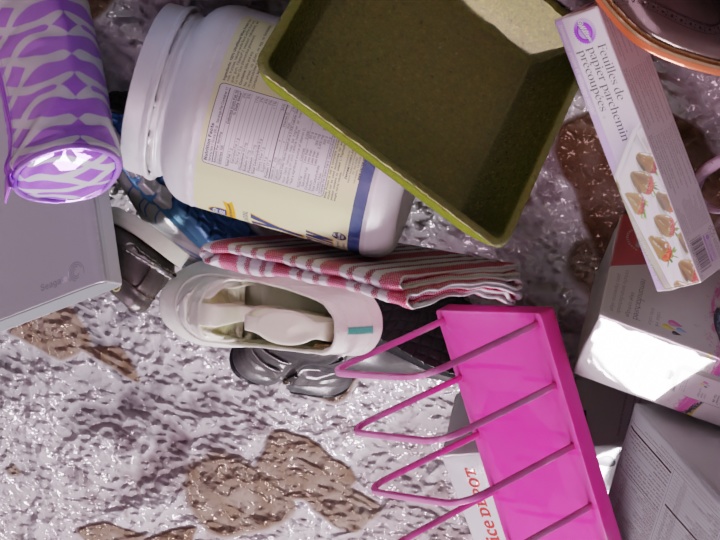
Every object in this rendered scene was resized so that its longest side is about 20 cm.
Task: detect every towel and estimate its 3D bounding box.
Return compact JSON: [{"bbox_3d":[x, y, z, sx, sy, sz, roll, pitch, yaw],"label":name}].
[{"bbox_3d":[0.000,0.000,1.496,0.199,0.146,0.030,11,99,39],"label":"towel"}]

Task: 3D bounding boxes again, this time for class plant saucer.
[{"bbox_3d":[0.039,-0.134,1.367,0.199,0.201,0.048,36,145,-13],"label":"plant saucer"}]

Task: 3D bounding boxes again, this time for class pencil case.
[{"bbox_3d":[-0.222,-0.143,1.446,0.085,0.201,0.084,-4,149,-24],"label":"pencil case"}]

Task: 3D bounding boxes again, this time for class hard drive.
[{"bbox_3d":[-0.244,-0.068,1.537,0.131,0.201,0.026,-19,162,32],"label":"hard drive"}]

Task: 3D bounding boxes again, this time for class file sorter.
[{"bbox_3d":[0.081,0.141,1.501,0.139,0.125,0.201,0,110,60],"label":"file sorter"}]

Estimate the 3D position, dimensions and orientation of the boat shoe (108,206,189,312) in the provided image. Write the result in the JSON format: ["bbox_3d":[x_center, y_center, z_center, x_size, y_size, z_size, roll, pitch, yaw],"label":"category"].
[{"bbox_3d":[-0.209,-0.024,1.572,0.201,0.061,0.072,24,170,48],"label":"boat shoe"}]

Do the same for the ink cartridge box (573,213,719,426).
[{"bbox_3d":[0.263,0.048,1.493,0.199,0.117,0.068,20,133,0],"label":"ink cartridge box"}]

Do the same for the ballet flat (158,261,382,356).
[{"bbox_3d":[-0.079,0.030,1.529,0.199,0.070,0.070,6,132,30],"label":"ballet flat"}]

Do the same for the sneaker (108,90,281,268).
[{"bbox_3d":[-0.151,-0.049,1.587,0.086,0.075,0.200,-21,120,39],"label":"sneaker"}]

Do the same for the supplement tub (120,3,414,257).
[{"bbox_3d":[-0.054,-0.102,1.455,0.199,0.145,0.146,16,133,6],"label":"supplement tub"}]

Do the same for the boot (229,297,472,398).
[{"bbox_3d":[0.005,0.062,1.639,0.199,0.070,0.132,18,149,-8],"label":"boot"}]

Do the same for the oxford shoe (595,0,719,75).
[{"bbox_3d":[0.187,-0.197,1.342,0.199,0.071,0.073,32,127,-9],"label":"oxford shoe"}]

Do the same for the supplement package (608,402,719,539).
[{"bbox_3d":[0.285,0.216,1.516,0.190,0.147,0.201,2,117,-25],"label":"supplement package"}]

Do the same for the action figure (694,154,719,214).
[{"bbox_3d":[0.314,0.013,1.387,0.148,0.201,0.134,11,154,-21],"label":"action figure"}]

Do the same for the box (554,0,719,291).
[{"bbox_3d":[0.190,-0.086,1.402,0.039,0.041,0.201,-14,102,43],"label":"box"}]

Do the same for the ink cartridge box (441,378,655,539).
[{"bbox_3d":[0.179,0.164,1.643,0.199,0.085,0.147,-6,127,22],"label":"ink cartridge box"}]
